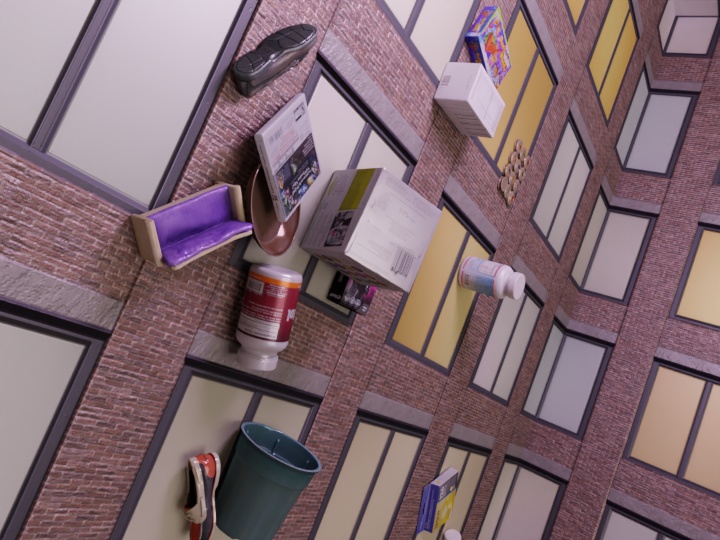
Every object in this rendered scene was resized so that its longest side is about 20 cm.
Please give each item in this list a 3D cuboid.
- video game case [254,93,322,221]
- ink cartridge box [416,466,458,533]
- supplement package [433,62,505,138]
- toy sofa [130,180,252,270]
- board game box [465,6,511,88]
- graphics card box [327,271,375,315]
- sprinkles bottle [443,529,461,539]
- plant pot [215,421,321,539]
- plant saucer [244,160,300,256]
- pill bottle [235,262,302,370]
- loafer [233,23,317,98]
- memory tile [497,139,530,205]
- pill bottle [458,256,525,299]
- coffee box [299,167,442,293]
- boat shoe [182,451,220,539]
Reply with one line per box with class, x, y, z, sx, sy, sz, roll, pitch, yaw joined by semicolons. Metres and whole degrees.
video game case;-0.139;-0.229;1.234;0.201;0.023;0.185;-62;147;-49
ink cartridge box;0.287;0.855;2.269;0.198;0.046;0.202;-14;115;-53
supplement package;0.306;-0.469;1.709;0.199;0.108;0.116;33;77;-53
toy sofa;-0.288;-0.083;1.080;0.199;0.096;0.084;-32;128;-41
board game box;0.375;-0.636;1.790;0.136;0.044;0.201;-57;141;-22
graphics card box;0.000;0.000;1.538;0.125;0.050;0.203;30;80;-53
sprinkles bottle;0.358;1.135;2.453;0.068;0.067;0.204;-19;119;-48
plant pot;-0.215;0.467;1.334;0.199;0.199;0.199;29;89;-53
plant saucer;-0.178;-0.130;1.224;0.200;0.036;0.205;3;90;-68
pill bottle;-0.193;0.095;1.266;0.112;0.112;0.204;7;99;-53
loafer;-0.159;-0.399;1.166;0.200;0.071;0.063;-42;154;-27
memory tile;0.539;-0.341;2.150;0.153;0.017;0.203;42;70;-51
pill bottle;0.424;0.027;1.988;0.108;0.198;0.111;-25;123;-45
coffee box;0.022;-0.090;1.370;0.198;0.196;0.203;31;78;-33
boat shoe;-0.334;0.474;1.265;0.062;0.070;0.204;0;102;-46
